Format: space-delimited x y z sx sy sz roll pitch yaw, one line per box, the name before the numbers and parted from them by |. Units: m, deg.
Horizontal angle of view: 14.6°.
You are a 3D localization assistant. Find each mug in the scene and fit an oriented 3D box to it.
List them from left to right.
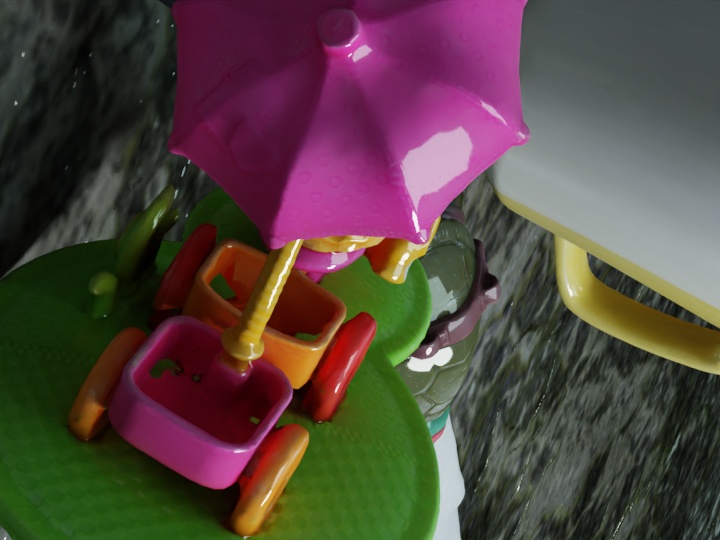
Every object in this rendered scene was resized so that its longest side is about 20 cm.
mug | 0.126 -0.045 1.202 0.149 0.153 0.187 -22 131 -67

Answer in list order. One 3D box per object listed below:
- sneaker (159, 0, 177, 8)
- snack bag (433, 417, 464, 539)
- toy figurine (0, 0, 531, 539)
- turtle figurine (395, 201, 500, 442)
sneaker | -0.008 -0.165 0.812 0.086 0.077 0.201 14 96 -75
snack bag | 0.000 0.158 1.151 0.189 0.021 0.200 -61 160 -28
toy figurine | -0.007 -0.026 0.779 0.200 0.150 0.184 -54 173 -50
turtle figurine | 0.000 0.000 0.990 0.150 0.100 0.201 -50 148 -45
